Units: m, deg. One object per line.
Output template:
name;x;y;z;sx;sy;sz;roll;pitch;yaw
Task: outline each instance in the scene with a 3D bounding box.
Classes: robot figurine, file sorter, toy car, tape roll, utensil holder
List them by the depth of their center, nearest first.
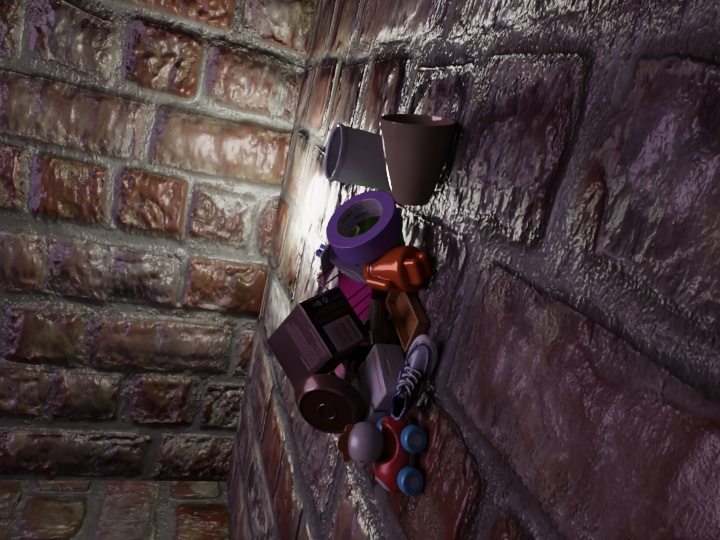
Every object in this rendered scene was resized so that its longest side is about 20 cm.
toy car;0.031;0.434;1.334;0.184;0.195;0.182;168;109;-69
robot figurine;0.086;-0.004;1.418;0.197;0.116;0.147;-1;63;46
tape roll;0.010;-0.113;1.439;0.066;0.197;0.202;57;-170;-40
file sorter;-0.051;0.098;1.639;0.138;0.125;0.203;31;139;29
utensil holder;0.004;-0.340;1.702;0.169;0.195;0.175;-171;90;-70

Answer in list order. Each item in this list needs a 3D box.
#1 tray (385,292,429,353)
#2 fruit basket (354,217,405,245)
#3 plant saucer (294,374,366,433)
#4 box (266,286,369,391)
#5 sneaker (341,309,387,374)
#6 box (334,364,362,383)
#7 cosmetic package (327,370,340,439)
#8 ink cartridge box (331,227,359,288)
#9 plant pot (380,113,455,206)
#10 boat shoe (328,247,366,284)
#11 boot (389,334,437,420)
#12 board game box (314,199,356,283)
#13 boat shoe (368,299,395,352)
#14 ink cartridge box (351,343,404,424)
tray;0.119;0.108;1.451;0.202;0.036;0.100;-111;35;-51
fruit basket;0.029;-0.113;1.618;0.214;0.153;0.221;34;133;46
plant saucer;-0.082;0.356;1.448;0.035;0.196;0.203;-68;1;-56
box;-0.115;0.182;1.495;0.166;0.164;0.200;54;129;12
sneaker;0.025;0.205;1.587;0.201;0.070;0.090;-49;57;-1
box;-0.032;0.354;1.682;0.096;0.097;0.204;-116;38;-56
cosmetic package;-0.053;0.396;1.563;0.103;0.200;0.073;-43;0;-32
ink cartridge box;-0.030;-0.045;1.849;0.201;0.082;0.148;127;146;-52
plant pot;0.133;-0.272;1.388;0.188;0.182;0.205;-125;34;-61
boat shoe;0.000;0.000;1.548;0.066;0.196;0.073;78;-145;-73
boot;0.121;0.252;1.292;0.090;0.071;0.204;-36;-38;-55
board game box;-0.069;-0.084;1.631;0.202;0.025;0.201;-59;-11;-20
boat shoe;0.058;0.152;1.484;0.073;0.066;0.203;-99;6;-47
ink cartridge box;0.052;0.311;1.483;0.202;0.082;0.149;119;149;-43
